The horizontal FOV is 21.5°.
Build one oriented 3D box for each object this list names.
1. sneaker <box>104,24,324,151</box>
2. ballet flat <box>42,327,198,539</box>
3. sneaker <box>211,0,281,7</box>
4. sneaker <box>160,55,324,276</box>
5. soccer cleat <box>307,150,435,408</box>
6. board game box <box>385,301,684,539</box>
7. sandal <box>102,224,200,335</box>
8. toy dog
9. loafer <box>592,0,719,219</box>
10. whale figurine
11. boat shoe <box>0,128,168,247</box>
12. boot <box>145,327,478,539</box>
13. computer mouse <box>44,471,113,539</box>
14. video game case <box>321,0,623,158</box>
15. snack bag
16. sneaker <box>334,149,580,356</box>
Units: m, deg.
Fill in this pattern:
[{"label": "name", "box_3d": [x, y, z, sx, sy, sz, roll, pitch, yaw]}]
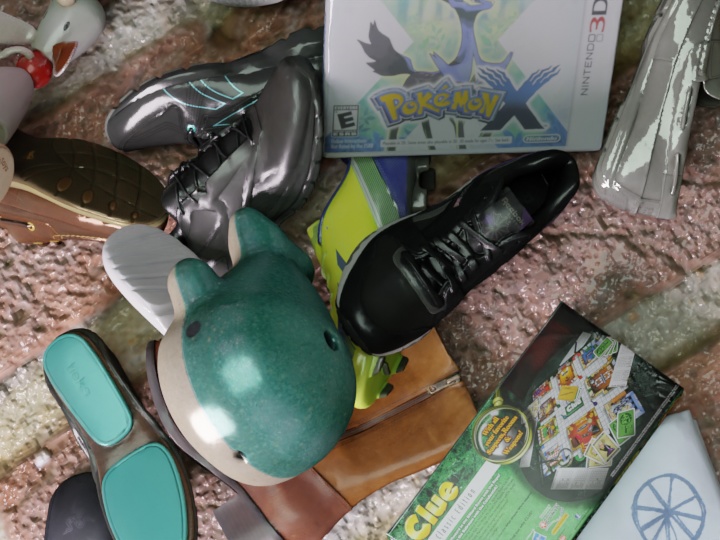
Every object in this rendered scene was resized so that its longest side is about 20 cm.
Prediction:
[{"label": "sneaker", "box_3d": [-0.087, -0.113, 1.352, 0.198, 0.075, 0.080, -17, 83, 10]}, {"label": "ballet flat", "box_3d": [-0.160, 0.130, 1.342, 0.068, 0.068, 0.201, -28, 72, 7]}, {"label": "sneaker", "box_3d": [-0.050, -0.262, 1.341, 0.200, 0.072, 0.115, -18, 50, 45]}, {"label": "sneaker", "box_3d": [-0.086, -0.060, 1.298, 0.090, 0.076, 0.201, 14, 118, -21]}, {"label": "soccer cleat", "box_3d": [0.000, 0.000, 1.311, 0.083, 0.065, 0.202, 5, 68, 12]}, {"label": "board game box", "box_3d": [0.117, 0.130, 1.272, 0.105, 0.023, 0.200, 37, 80, 13]}, {"label": "sandal", "box_3d": [-0.098, 0.054, 1.291, 0.207, 0.059, 0.079, 45, 52, 6]}, {"label": "toy dog", "box_3d": [-0.262, -0.142, 1.341, 0.131, 0.097, 0.201, 7, 55, 10]}, {"label": "loafer", "box_3d": [0.222, -0.133, 1.295, 0.069, 0.070, 0.201, 21, 93, 3]}, {"label": "whale figurine", "box_3d": [-0.053, 0.038, 1.210, 0.103, 0.201, 0.159, -28, 123, 30]}, {"label": "boat shoe", "box_3d": [-0.228, -0.054, 1.384, 0.199, 0.072, 0.068, 16, 131, 16]}, {"label": "boot", "box_3d": [-0.034, 0.085, 1.326, 0.199, 0.069, 0.189, -32, 66, 1]}, {"label": "computer mouse", "box_3d": [-0.162, 0.242, 1.345, 0.139, 0.046, 0.202, -4, 83, 13]}, {"label": "video game case", "box_3d": [0.074, -0.157, 1.261, 0.198, 0.022, 0.183, -2, 127, -7]}, {"label": "snack bag", "box_3d": [0.166, 0.216, 1.278, 0.199, 0.021, 0.190, -21, 82, 0]}, {"label": "sneaker", "box_3d": [0.066, -0.023, 1.250, 0.200, 0.087, 0.076, -40, 93, -32]}]
